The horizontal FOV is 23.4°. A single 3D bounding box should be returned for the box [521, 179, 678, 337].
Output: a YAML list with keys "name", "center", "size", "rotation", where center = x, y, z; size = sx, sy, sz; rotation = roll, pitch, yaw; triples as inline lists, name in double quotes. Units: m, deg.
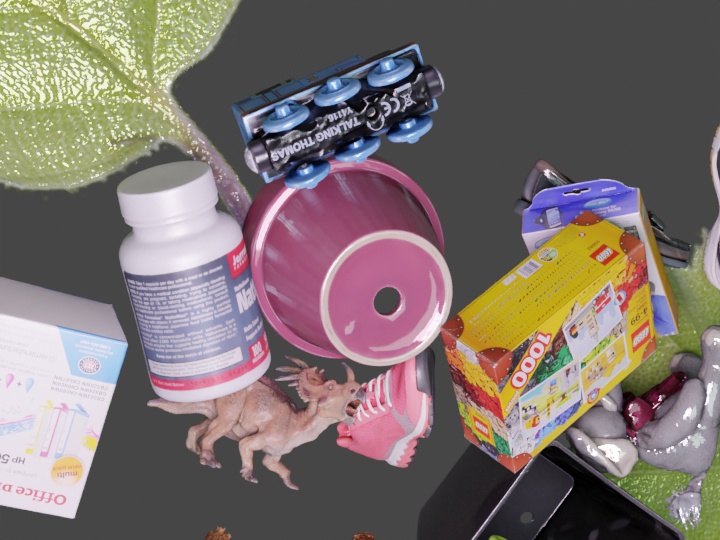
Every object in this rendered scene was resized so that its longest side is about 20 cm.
- name: "box"
  center: [0.236, -0.005, 1.715]
  size: [0.118, 0.042, 0.201]
  rotation: [-11, 135, 18]

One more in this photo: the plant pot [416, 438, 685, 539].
- name: "plant pot"
  center: [0.170, 0.264, 1.761]
  size: [0.199, 0.177, 0.201]
  rotation: [35, 95, -23]

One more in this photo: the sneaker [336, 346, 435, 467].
- name: "sneaker"
  center: [0.022, 0.136, 1.690]
  size: [0.086, 0.074, 0.201]
  rotation: [6, 149, -7]

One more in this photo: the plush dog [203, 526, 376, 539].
- name: "plush dog"
  center: [-0.061, 0.327, 1.752]
  size: [0.170, 0.161, 0.201]
  rotation: [1, 135, -31]

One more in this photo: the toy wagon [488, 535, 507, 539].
- name: "toy wagon"
  center: [0.110, 0.327, 1.647]
  size: [0.199, 0.040, 0.156]
  rotation: [25, 98, -21]

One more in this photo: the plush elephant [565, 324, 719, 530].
- name: "plush elephant"
  center: [0.281, 0.151, 1.768]
  size: [0.153, 0.165, 0.202]
  rotation: [10, 82, -1]

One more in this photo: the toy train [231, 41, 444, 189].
- name: "toy train"
  center: [-0.021, -0.147, 1.613]
  size: [0.198, 0.114, 0.087]
  rotation: [-25, 115, -8]

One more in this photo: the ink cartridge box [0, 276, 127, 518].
- name: "ink cartridge box"
  center: [-0.308, 0.127, 1.603]
  size: [0.127, 0.125, 0.202]
  rotation: [14, 101, -20]

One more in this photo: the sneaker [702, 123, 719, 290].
- name: "sneaker"
  center: [0.405, -0.068, 1.780]
  size: [0.075, 0.088, 0.202]
  rotation: [-4, 106, -13]

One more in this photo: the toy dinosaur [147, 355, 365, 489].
- name: "toy dinosaur"
  center: [-0.100, 0.131, 1.692]
  size: [0.198, 0.086, 0.137]
  rotation: [19, 89, 3]

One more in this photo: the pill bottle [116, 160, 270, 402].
- name: "pill bottle"
  center: [-0.160, 0.008, 1.615]
  size: [0.118, 0.120, 0.202]
  rotation: [-16, 111, -11]

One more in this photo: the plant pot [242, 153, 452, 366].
- name: "plant pot"
  center: [0.000, 0.000, 1.629]
  size: [0.198, 0.179, 0.202]
  rotation: [-5, 107, -15]

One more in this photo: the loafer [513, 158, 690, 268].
- name: "loafer"
  center: [0.252, -0.056, 1.750]
  size: [0.198, 0.072, 0.064]
  rotation: [17, 95, -19]

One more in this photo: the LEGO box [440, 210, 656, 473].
- name: "LEGO box"
  center: [0.179, 0.065, 1.628]
  size: [0.199, 0.077, 0.150]
  rotation: [-38, 137, -22]
